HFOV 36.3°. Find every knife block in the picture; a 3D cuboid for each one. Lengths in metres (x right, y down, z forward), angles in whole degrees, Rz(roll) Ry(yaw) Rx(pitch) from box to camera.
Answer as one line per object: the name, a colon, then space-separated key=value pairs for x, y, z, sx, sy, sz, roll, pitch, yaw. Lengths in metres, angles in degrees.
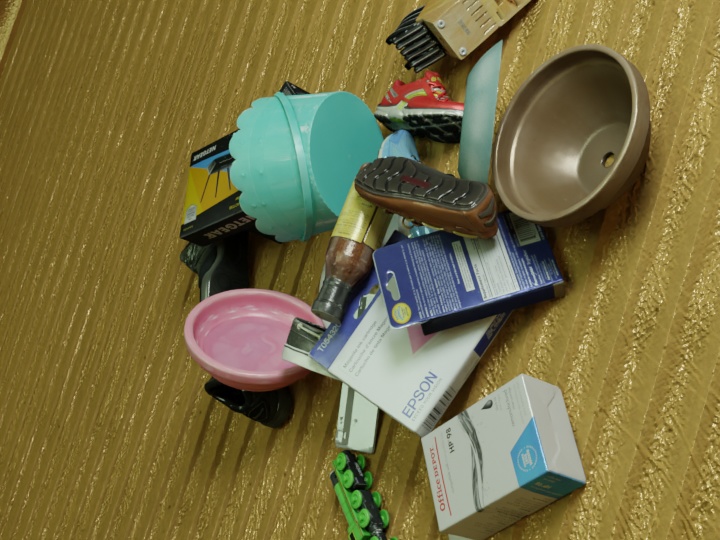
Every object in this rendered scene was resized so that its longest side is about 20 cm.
knife block: x=0.130 y=-0.348 z=1.468 sx=0.200 sy=0.064 sz=0.176 roll=-41 pitch=22 yaw=5

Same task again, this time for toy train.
toy train: x=0.006 y=0.305 z=1.337 sx=0.057 sy=0.041 sz=0.201 roll=-60 pitch=36 yaw=29

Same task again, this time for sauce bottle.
sauce bottle: x=-0.008 y=-0.034 z=1.355 sx=0.066 sy=0.066 sz=0.201 roll=2 pitch=63 yaw=52

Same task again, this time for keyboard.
keyboard: x=0.005 y=0.130 z=1.407 sx=0.056 sy=0.011 sz=0.202 roll=6 pitch=86 yaw=22

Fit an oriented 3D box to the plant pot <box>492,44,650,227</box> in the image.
plant pot: x=0.246 y=-0.135 z=1.201 sx=0.200 sy=0.092 sz=0.202 roll=-27 pitch=52 yaw=41

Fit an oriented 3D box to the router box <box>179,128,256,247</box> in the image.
router box: x=-0.189 y=-0.133 z=1.657 sx=0.199 sy=0.051 sz=0.150 roll=-19 pitch=59 yaw=44

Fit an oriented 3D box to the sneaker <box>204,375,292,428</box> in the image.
sneaker: x=-0.172 y=0.132 z=1.586 sx=0.076 sy=0.114 sz=0.200 roll=-46 pitch=40 yaw=25

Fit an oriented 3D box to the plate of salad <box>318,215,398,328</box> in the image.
plate of salad: x=0.000 y=0.000 z=1.485 sx=0.199 sy=0.048 sz=0.202 roll=-27 pitch=54 yaw=43

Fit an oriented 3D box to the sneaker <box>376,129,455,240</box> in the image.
sneaker: x=0.088 y=-0.104 z=1.418 sx=0.090 sy=0.078 sz=0.201 roll=-34 pitch=57 yaw=25

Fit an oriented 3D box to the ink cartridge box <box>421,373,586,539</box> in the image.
ink cartridge box: x=0.137 y=0.214 z=1.189 sx=0.200 sy=0.066 sz=0.117 roll=-39 pitch=46 yaw=34

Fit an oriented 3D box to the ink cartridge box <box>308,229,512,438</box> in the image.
ink cartridge box: x=0.053 y=0.065 z=1.300 sx=0.199 sy=0.043 sz=0.197 roll=31 pitch=83 yaw=31

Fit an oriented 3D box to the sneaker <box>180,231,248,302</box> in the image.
sneaker: x=-0.235 y=0.005 z=1.749 sx=0.114 sy=0.076 sz=0.201 roll=-33 pitch=46 yaw=40

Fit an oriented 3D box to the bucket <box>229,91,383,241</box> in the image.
bucket: x=-0.066 y=-0.145 z=1.492 sx=0.134 sy=0.207 sz=0.209 roll=-6 pitch=68 yaw=37

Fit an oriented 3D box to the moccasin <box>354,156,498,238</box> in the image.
moccasin: x=0.075 y=-0.082 z=1.278 sx=0.200 sy=0.078 sz=0.074 roll=14 pitch=54 yaw=35

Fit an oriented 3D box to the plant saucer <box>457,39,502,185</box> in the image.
plant saucer: x=0.139 y=-0.170 z=1.293 sx=0.201 sy=0.038 sz=0.203 roll=6 pitch=-90 yaw=-85

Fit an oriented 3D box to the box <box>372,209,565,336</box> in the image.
box: x=0.120 y=0.001 z=1.254 sx=0.198 sy=0.033 sz=0.122 roll=-15 pitch=52 yaw=3

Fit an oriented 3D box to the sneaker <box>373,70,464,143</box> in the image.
sneaker: x=0.091 y=-0.225 z=1.462 sx=0.199 sy=0.077 sz=0.085 roll=18 pitch=80 yaw=52

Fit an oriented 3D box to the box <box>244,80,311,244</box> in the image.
box: x=-0.119 y=-0.166 z=1.692 sx=0.201 sy=0.078 sz=0.141 roll=-54 pitch=37 yaw=18

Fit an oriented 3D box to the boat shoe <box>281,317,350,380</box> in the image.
boat shoe: x=-0.008 y=0.107 z=1.371 sx=0.199 sy=0.071 sz=0.064 roll=16 pitch=91 yaw=24

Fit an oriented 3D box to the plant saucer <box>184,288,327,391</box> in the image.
plant saucer: x=-0.144 y=0.101 z=1.518 sx=0.201 sy=0.199 sz=0.051 roll=-126 pitch=36 yaw=-49
